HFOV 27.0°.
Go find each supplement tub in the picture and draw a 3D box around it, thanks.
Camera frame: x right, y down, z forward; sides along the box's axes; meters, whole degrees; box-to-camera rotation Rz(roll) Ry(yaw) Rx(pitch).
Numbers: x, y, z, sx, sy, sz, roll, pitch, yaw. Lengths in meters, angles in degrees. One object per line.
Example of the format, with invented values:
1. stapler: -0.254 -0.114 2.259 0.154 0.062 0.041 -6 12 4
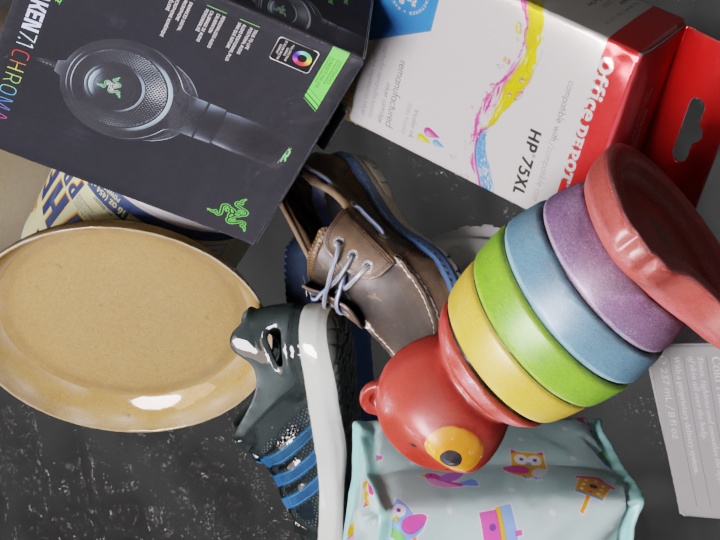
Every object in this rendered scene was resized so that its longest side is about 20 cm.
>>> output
1. supplement tub: -0.150 -0.033 1.034 0.145 0.145 0.200 47 132 13

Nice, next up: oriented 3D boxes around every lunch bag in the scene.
1. lunch bag: 0.072 0.197 0.927 0.122 0.169 0.201 -108 20 -60

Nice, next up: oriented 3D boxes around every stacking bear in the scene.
1. stacking bear: 0.090 0.036 0.793 0.121 0.114 0.200 35 119 -30

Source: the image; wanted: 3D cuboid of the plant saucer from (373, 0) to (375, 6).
1. plant saucer: -0.081 -0.177 0.895 0.198 0.030 0.201 4 138 3

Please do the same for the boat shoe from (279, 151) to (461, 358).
1. boat shoe: 0.000 0.000 0.920 0.200 0.072 0.073 54 132 44

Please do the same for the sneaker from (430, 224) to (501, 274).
1. sneaker: 0.086 0.024 0.910 0.199 0.080 0.077 8 116 39

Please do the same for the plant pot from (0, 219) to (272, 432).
1. plant pot: -0.156 0.034 0.979 0.198 0.028 0.201 0 137 0

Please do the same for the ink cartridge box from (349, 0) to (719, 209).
1. ink cartridge box: 0.101 -0.102 0.839 0.199 0.067 0.117 28 126 22

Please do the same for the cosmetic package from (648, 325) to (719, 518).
1. cosmetic package: 0.262 0.073 0.781 0.199 0.090 0.108 -4 105 44

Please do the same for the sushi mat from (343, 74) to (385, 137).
1. sushi mat: -0.029 -0.153 0.968 0.199 0.012 0.096 27 124 28

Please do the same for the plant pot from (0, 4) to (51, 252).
1. plant pot: -0.301 -0.081 1.101 0.186 0.200 0.189 18 121 32

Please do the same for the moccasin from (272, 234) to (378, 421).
1. moccasin: -0.034 0.069 1.027 0.068 0.080 0.202 5 112 30

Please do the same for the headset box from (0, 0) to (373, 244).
1. headset box: -0.103 -0.125 0.866 0.199 0.093 0.174 21 137 -15

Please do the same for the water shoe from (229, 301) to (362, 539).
1. water shoe: -0.042 0.108 0.975 0.078 0.072 0.202 4 115 13
